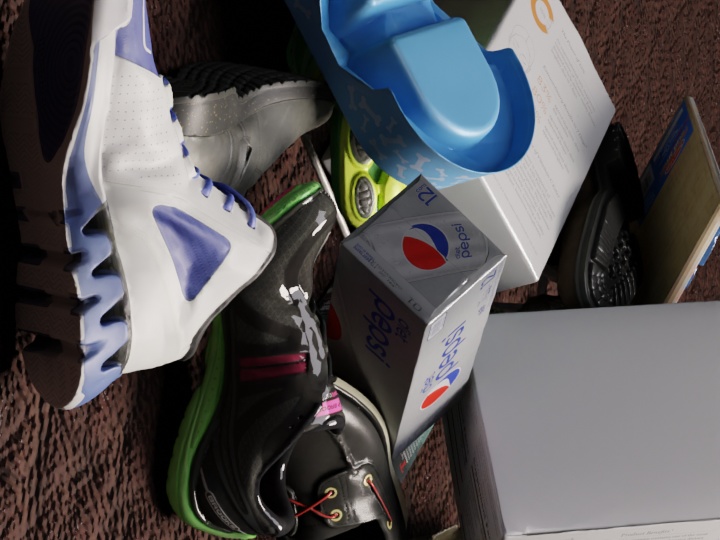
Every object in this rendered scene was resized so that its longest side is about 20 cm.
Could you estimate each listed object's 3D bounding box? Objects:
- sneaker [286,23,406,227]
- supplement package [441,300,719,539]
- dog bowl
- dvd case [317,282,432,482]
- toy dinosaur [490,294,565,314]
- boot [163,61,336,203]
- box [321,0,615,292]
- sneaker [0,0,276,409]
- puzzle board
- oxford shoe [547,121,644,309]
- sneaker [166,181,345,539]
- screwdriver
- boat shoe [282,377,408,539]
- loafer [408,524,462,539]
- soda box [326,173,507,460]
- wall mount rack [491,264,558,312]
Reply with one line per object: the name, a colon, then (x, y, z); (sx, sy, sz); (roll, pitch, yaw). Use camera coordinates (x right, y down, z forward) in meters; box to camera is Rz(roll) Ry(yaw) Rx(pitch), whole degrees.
sneaker: (0.003, -0.115, 1.327); (0.074, 0.084, 0.201); (8, 67, -28)
supplement package: (0.162, 0.113, 1.369); (0.111, 0.199, 0.156); (99, -15, -53)
dog bowl: (0.019, -0.134, 1.252); (0.111, 0.050, 0.201); (-23, 83, -47)
dvd case: (0.029, 0.032, 1.471); (0.200, 0.022, 0.147); (-59, 141, -50)
toy dinosaur: (0.124, 0.043, 1.499); (0.102, 0.200, 0.077); (-11, 75, -41)
boot: (-0.079, -0.041, 1.212); (0.200, 0.067, 0.131); (-20, 120, -64)
box: (0.073, -0.088, 1.447); (0.125, 0.097, 0.200); (59, 35, -24)
sneaker: (-0.102, -0.040, 1.077); (0.115, 0.080, 0.200); (-8, 104, -38)
puzzle board: (0.190, 0.001, 1.515); (0.151, 0.017, 0.201); (-92, -156, -59)
oxford shoe: (0.139, -0.022, 1.482); (0.200, 0.084, 0.073); (-76, 147, -61)
sneaker: (-0.040, 0.049, 1.192); (0.077, 0.083, 0.201); (-33, 139, -67)
screwdriver: (0.000, 0.000, 1.356); (0.029, 0.028, 0.200); (-104, 173, -52)
boat shoe: (-0.018, 0.125, 1.302); (0.202, 0.073, 0.063); (66, 25, -48)
loafer: (0.071, 0.189, 1.452); (0.075, 0.069, 0.200); (60, 10, 5)
soda box: (0.025, 0.030, 1.263); (0.063, 0.068, 0.200); (-41, 165, -21)
wall mount rack: (0.137, -0.048, 1.653); (0.200, 0.074, 0.175); (20, 75, -64)
